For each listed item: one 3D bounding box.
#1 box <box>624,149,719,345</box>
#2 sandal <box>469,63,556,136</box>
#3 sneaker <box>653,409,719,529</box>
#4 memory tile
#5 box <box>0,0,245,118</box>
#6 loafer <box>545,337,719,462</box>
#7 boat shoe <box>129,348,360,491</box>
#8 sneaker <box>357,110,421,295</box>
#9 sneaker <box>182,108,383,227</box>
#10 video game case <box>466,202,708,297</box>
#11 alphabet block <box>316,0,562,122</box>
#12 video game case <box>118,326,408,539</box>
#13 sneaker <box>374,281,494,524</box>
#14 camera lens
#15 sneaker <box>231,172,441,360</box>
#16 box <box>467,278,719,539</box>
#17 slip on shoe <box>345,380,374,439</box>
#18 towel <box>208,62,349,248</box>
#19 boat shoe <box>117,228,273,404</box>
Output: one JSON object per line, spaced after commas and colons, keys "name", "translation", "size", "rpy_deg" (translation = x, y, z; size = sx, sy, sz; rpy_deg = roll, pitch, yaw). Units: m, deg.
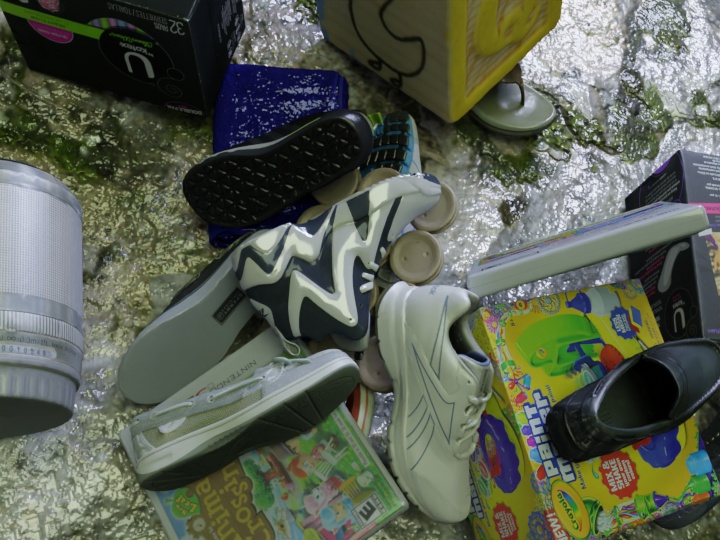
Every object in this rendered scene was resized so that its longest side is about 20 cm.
{"name": "box", "translation": [0.351, -0.002, 0.900], "size": [0.104, 0.123, 0.204], "rpy_deg": [7, 67, -11]}
{"name": "sandal", "translation": [0.135, -0.227, 0.975], "size": [0.080, 0.058, 0.201], "rpy_deg": [-40, 80, -26]}
{"name": "sneaker", "translation": [0.363, 0.191, 0.860], "size": [0.199, 0.070, 0.083], "rpy_deg": [-41, 118, -10]}
{"name": "memory tile", "translation": [0.000, 0.000, 0.808], "size": [0.150, 0.017, 0.204], "rpy_deg": [14, 76, 19]}
{"name": "box", "translation": [-0.226, -0.261, 0.843], "size": [0.196, 0.149, 0.126], "rpy_deg": [15, 65, 5]}
{"name": "loafer", "translation": [0.238, 0.100, 0.714], "size": [0.198, 0.070, 0.069], "rpy_deg": [-17, 76, -31]}
{"name": "boat shoe", "translation": [-0.096, 0.110, 0.715], "size": [0.199, 0.075, 0.066], "rpy_deg": [-28, 62, 6]}
{"name": "sneaker", "translation": [0.039, -0.058, 0.880], "size": [0.086, 0.074, 0.205], "rpy_deg": [19, 70, -43]}
{"name": "sneaker", "translation": [-0.069, -0.099, 0.826], "size": [0.196, 0.083, 0.073], "rpy_deg": [-16, 108, 14]}
{"name": "video game case", "translation": [0.196, -0.021, 0.797], "size": [0.196, 0.182, 0.023], "rpy_deg": [-18, 92, 11]}
{"name": "alphabet block", "translation": [0.080, -0.314, 0.893], "size": [0.199, 0.197, 0.196], "rpy_deg": [38, 71, 25]}
{"name": "video game case", "translation": [-0.086, 0.167, 0.737], "size": [0.180, 0.022, 0.201], "rpy_deg": [-34, 64, -6]}
{"name": "sneaker", "translation": [0.067, 0.109, 0.716], "size": [0.074, 0.086, 0.205], "rpy_deg": [-18, 100, -57]}
{"name": "camera lens", "translation": [-0.308, 0.022, 0.718], "size": [0.156, 0.160, 0.204], "rpy_deg": [-2, 69, -14]}
{"name": "sneaker", "translation": [-0.001, 0.004, 0.763], "size": [0.196, 0.079, 0.132], "rpy_deg": [-25, 92, -21]}
{"name": "box", "translation": [0.181, 0.134, 0.786], "size": [0.189, 0.122, 0.204], "rpy_deg": [-9, 72, -28]}
{"name": "slip on shoe", "translation": [-0.040, 0.183, 0.768], "size": [0.060, 0.074, 0.202], "rpy_deg": [27, 70, 2]}
{"name": "towel", "translation": [-0.077, -0.117, 0.888], "size": [0.144, 0.050, 0.204], "rpy_deg": [3, 68, -12]}
{"name": "boat shoe", "translation": [-0.140, 0.040, 0.802], "size": [0.200, 0.057, 0.069], "rpy_deg": [-44, 112, -6]}
